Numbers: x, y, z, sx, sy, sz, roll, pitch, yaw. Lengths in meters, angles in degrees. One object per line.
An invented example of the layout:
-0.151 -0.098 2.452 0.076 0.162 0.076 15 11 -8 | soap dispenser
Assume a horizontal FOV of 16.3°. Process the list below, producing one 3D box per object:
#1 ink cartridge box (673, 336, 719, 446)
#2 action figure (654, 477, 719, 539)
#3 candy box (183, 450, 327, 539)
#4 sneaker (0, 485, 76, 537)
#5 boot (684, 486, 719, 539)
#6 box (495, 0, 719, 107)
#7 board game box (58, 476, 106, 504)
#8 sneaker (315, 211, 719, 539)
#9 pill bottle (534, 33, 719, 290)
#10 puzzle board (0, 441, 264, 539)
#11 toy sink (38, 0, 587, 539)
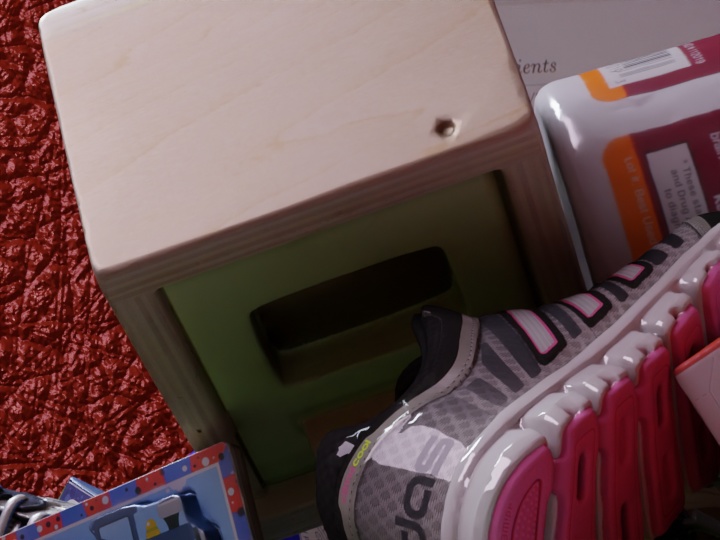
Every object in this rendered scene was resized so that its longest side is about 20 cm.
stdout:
0.143 0.010 0.638 0.109 0.050 0.200 -37 -8 38 | ink cartridge box
0.076 0.108 0.730 0.200 0.102 0.119 -42 -15 13 | action figure
-0.068 0.163 0.939 0.200 0.077 0.170 -40 31 35 | candy box
-0.117 0.105 0.819 0.200 0.085 0.077 -12 54 51 | sneaker
0.117 0.077 0.904 0.155 0.073 0.200 -44 7 -34 | boot
0.156 -0.074 1.074 0.199 0.131 0.199 -1 14 22 | box
-0.076 0.157 0.834 0.200 0.034 0.136 20 82 60 | board game box
0.057 0.032 0.693 0.087 0.074 0.200 7 27 33 | sneaker
0.166 -0.032 0.824 0.199 0.115 0.114 -15 5 1 | pill bottle
-0.099 0.155 0.754 0.199 0.151 0.017 -25 -19 28 | puzzle board
0.000 0.000 0.780 0.130 0.112 0.200 -19 -36 2 | toy sink
